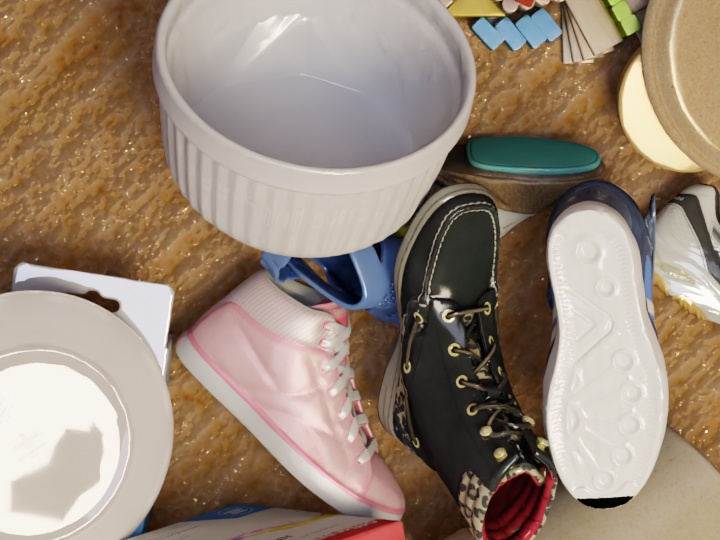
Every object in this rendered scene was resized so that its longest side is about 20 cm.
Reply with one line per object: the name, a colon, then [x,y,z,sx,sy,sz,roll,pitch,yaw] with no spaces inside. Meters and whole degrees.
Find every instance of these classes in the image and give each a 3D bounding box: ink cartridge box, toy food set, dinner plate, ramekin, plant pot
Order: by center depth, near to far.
ramekin: [-0.035,-0.101,1.110,0.199,0.201,0.105,14,140,-1]
dinner plate: [-0.215,0.113,1.144,0.199,0.024,0.201,-3,99,-22]
ink cartridge box: [-0.049,0.204,1.155,0.199,0.116,0.068,-2,97,42]
plant pot: [0.169,0.207,1.179,0.183,0.200,0.201,-39,94,-7]
toy food set: [0.280,-0.149,1.185,0.197,0.049,0.201,13,99,-13]
ink cartridge box: [-0.194,0.097,1.219,0.115,0.068,0.201,9,96,-2]

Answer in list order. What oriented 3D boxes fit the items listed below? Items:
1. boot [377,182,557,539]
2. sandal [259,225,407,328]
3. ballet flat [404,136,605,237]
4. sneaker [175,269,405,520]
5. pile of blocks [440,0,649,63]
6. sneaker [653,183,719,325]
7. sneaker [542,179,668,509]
boot: [0.078,0.063,1.111,0.073,0.154,0.204,-6,126,-25]
sandal: [0.000,0.000,1.179,0.200,0.087,0.080,28,123,-19]
ballet flat: [0.066,-0.057,1.208,0.199,0.068,0.073,5,116,0]
sneaker: [-0.024,0.083,1.212,0.200,0.075,0.105,43,100,1]
pile of blocks: [0.132,-0.180,1.191,0.199,0.062,0.082,-5,96,1]
sneaker: [0.283,0.019,1.203,0.200,0.076,0.088,38,95,-4]
sneaker: [0.162,0.040,1.153,0.080,0.146,0.201,-4,99,13]
